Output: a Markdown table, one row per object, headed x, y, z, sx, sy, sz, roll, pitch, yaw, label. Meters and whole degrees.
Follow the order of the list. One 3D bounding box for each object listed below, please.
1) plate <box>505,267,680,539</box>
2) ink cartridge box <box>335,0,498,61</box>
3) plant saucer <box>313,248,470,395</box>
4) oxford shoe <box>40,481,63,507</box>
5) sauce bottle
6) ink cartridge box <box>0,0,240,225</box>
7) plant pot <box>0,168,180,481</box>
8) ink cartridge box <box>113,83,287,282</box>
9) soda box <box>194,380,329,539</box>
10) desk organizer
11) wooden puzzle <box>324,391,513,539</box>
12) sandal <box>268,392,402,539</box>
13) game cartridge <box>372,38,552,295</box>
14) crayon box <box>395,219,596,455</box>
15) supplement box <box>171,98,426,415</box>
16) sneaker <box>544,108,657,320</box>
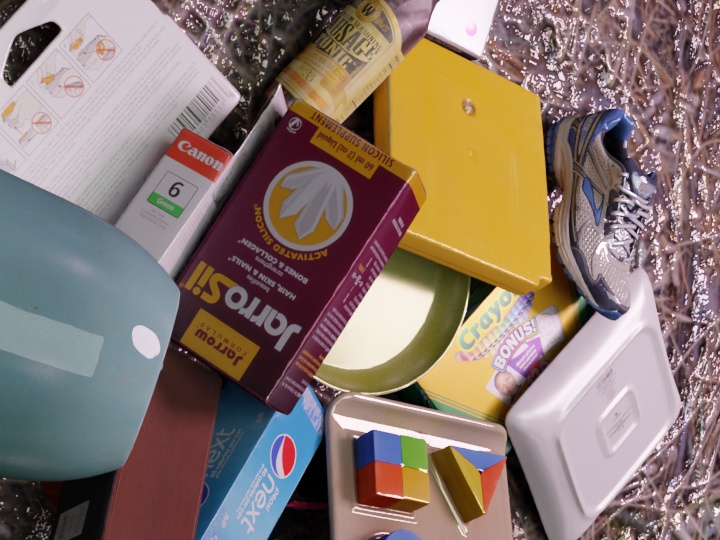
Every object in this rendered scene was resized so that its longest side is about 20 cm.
| x | y | z | sx | sy | sz | roll | pitch | yaw | label |
| --- | --- | --- | --- | --- | --- | --- | --- | --- | --- |
| 0.222 | 0.130 | 1.441 | 0.200 | 0.032 | 0.201 | -45 | 135 | -22 | plate |
| 0.046 | -0.304 | 1.343 | 0.195 | 0.043 | 0.202 | 20 | 84 | -31 | ink cartridge box |
| 0.000 | 0.000 | 1.302 | 0.198 | 0.031 | 0.202 | 1 | 87 | -30 | plant saucer |
| -0.177 | 0.194 | 1.215 | 0.072 | 0.071 | 0.201 | -33 | 109 | -31 | oxford shoe |
| 0.009 | -0.189 | 1.282 | 0.200 | 0.066 | 0.066 | -48 | 116 | -3 | sauce bottle |
| -0.210 | -0.117 | 1.191 | 0.174 | 0.043 | 0.200 | 47 | 70 | -24 | ink cartridge box |
| -0.212 | 0.046 | 1.054 | 0.160 | 0.200 | 0.202 | 19 | 82 | -11 | plant pot |
| -0.124 | -0.048 | 1.211 | 0.050 | 0.109 | 0.201 | 28 | 73 | 15 | ink cartridge box |
| -0.100 | 0.165 | 1.217 | 0.201 | 0.067 | 0.064 | -59 | 135 | -39 | soda box |
| -0.161 | 0.151 | 1.146 | 0.077 | 0.071 | 0.201 | 34 | 44 | -30 | desk organizer |
| 0.058 | 0.204 | 1.270 | 0.184 | 0.046 | 0.202 | 15 | 63 | -33 | wooden puzzle |
| -0.034 | 0.159 | 1.314 | 0.199 | 0.045 | 0.076 | -31 | 108 | -27 | sandal |
| 0.083 | -0.089 | 1.332 | 0.175 | 0.032 | 0.202 | 21 | 55 | -31 | game cartridge |
| 0.123 | 0.064 | 1.400 | 0.200 | 0.058 | 0.119 | -47 | 115 | -21 | crayon box |
| -0.051 | -0.009 | 1.190 | 0.110 | 0.086 | 0.201 | 32 | 85 | 13 | supplement box |
| 0.214 | -0.056 | 1.386 | 0.077 | 0.085 | 0.202 | 27 | 49 | -48 | sneaker |
